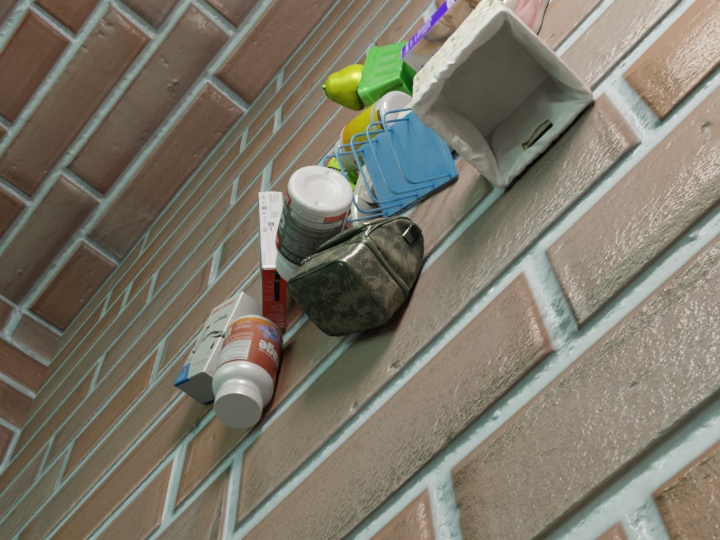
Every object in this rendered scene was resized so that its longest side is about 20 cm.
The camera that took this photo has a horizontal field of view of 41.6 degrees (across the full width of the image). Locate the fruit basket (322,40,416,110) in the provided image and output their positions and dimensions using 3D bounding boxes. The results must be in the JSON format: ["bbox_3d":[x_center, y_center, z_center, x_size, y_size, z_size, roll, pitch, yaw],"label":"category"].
[{"bbox_3d":[0.029,-0.386,2.039,0.214,0.156,0.217,-29,31,19],"label":"fruit basket"}]

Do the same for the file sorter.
[{"bbox_3d":[0.044,-0.181,1.641,0.122,0.140,0.199,-17,-7,-40],"label":"file sorter"}]

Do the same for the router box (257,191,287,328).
[{"bbox_3d":[-0.172,-0.019,1.841,0.181,0.048,0.202,96,169,-48],"label":"router box"}]

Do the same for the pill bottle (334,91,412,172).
[{"bbox_3d":[0.032,-0.274,1.921,0.199,0.109,0.110,-28,32,49],"label":"pill bottle"}]

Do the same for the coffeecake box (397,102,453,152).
[{"bbox_3d":[0.145,-0.276,1.728,0.199,0.073,0.154,-35,27,42],"label":"coffeecake box"}]

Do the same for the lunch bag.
[{"bbox_3d":[0.000,0.000,1.529,0.168,0.140,0.199,-47,14,-34],"label":"lunch bag"}]

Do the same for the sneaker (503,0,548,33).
[{"bbox_3d":[0.287,-0.507,1.743,0.075,0.104,0.201,-36,25,42],"label":"sneaker"}]

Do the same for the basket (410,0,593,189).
[{"bbox_3d":[0.201,-0.274,1.420,0.198,0.199,0.161,-45,19,19],"label":"basket"}]

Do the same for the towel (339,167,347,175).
[{"bbox_3d":[-0.077,-0.091,1.870,0.201,0.023,0.144,-57,-14,-24],"label":"towel"}]

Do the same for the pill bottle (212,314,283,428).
[{"bbox_3d":[-0.205,0.183,1.706,0.112,0.112,0.201,-42,24,29],"label":"pill bottle"}]

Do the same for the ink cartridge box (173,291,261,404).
[{"bbox_3d":[-0.284,0.160,1.955,0.146,0.084,0.201,-28,33,50],"label":"ink cartridge box"}]

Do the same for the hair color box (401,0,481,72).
[{"bbox_3d":[0.186,-0.470,1.898,0.200,0.109,0.065,-44,22,25],"label":"hair color box"}]

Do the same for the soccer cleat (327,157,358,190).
[{"bbox_3d":[-0.044,-0.184,2.029,0.200,0.067,0.082,-110,43,-68],"label":"soccer cleat"}]

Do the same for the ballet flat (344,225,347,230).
[{"bbox_3d":[-0.073,-0.027,1.802,0.073,0.073,0.201,-29,30,49],"label":"ballet flat"}]

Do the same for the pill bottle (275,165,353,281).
[{"bbox_3d":[-0.087,-0.073,1.650,0.201,0.113,0.115,110,177,-46],"label":"pill bottle"}]

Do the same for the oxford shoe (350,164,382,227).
[{"bbox_3d":[0.021,-0.132,1.790,0.057,0.076,0.201,-3,44,17],"label":"oxford shoe"}]
